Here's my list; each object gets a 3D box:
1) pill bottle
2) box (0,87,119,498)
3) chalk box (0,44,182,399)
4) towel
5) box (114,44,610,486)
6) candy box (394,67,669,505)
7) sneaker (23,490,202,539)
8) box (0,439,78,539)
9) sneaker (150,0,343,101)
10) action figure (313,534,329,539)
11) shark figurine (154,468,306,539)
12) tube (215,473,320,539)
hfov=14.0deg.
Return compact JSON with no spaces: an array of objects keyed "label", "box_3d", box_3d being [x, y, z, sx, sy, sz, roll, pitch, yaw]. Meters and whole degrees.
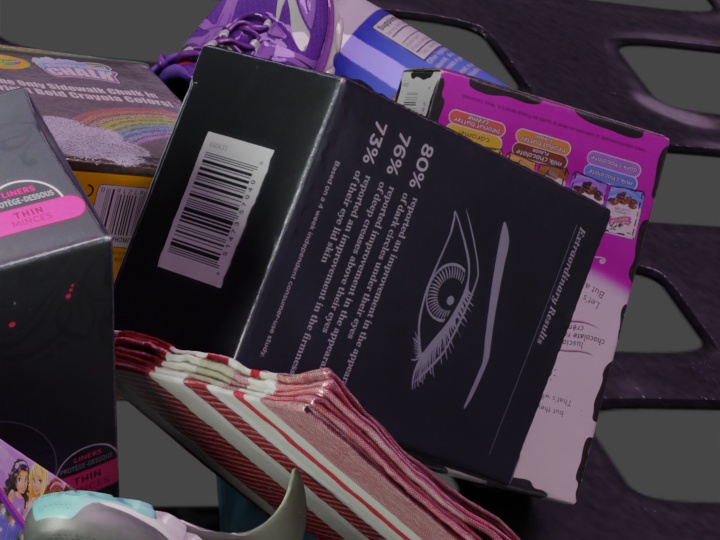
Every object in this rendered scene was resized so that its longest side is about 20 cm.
[{"label":"pill bottle","box_3d":[0.009,-0.088,1.697,0.200,0.112,0.112,31,32,7]},{"label":"box","box_3d":[-0.177,0.039,1.263,0.122,0.200,0.106,-17,48,-18]},{"label":"chalk box","box_3d":[-0.155,-0.034,1.468,0.124,0.124,0.200,5,22,-30]},{"label":"towel","box_3d":[-0.024,0.080,1.263,0.144,0.023,0.200,43,-18,-29]},{"label":"box","box_3d":[0.000,0.000,1.379,0.200,0.148,0.104,25,-5,-43]},{"label":"candy box","box_3d":[0.066,0.009,1.525,0.136,0.200,0.061,16,-3,-20]},{"label":"sneaker","box_3d":[-0.087,0.177,1.199,0.078,0.200,0.091,-7,36,27]},{"label":"box","box_3d":[-0.182,0.122,1.159,0.200,0.039,0.137,41,54,-51]},{"label":"sneaker","box_3d":[-0.074,-0.102,1.599,0.081,0.083,0.200,21,62,18]},{"label":"action figure","box_3d":[0.025,0.152,1.401,0.065,0.052,0.200,10,37,-52]},{"label":"shark figurine","box_3d":[-0.046,0.175,1.290,0.089,0.214,0.128,-12,70,6]},{"label":"tube","box_3d":[-0.051,0.042,1.468,0.077,0.050,0.200,0,72,-31]}]
